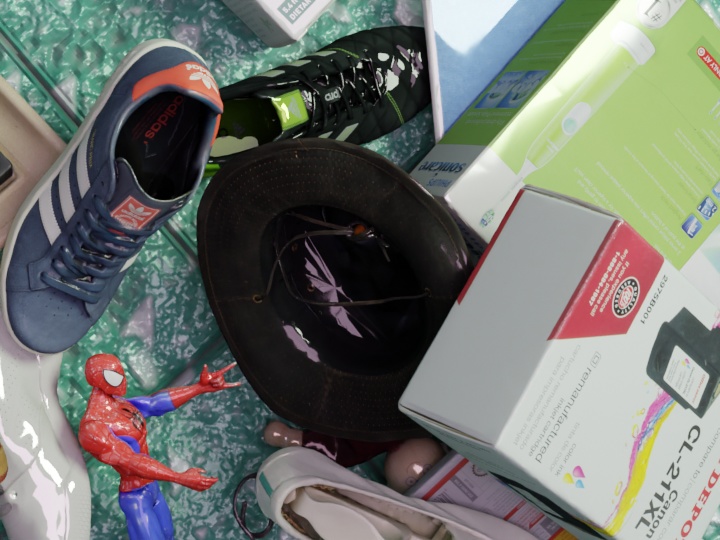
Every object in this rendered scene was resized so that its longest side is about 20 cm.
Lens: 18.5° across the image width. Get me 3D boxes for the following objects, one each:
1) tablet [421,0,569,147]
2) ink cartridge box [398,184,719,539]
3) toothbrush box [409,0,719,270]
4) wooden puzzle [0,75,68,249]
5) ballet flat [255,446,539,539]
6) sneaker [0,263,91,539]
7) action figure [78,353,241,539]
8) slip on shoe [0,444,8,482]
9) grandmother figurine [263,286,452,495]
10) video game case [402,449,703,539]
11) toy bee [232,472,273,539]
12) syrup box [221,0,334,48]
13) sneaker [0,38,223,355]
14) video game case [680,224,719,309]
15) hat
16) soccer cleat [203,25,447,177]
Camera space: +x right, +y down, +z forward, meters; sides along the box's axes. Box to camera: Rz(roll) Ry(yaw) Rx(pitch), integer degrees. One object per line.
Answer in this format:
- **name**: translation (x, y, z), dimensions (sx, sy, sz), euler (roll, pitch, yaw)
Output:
- **tablet**: translation (0.106, -0.092, 1.380), dimensions (0.130, 0.014, 0.200), euler (-7, 95, -19)
- **ink cartridge box**: translation (0.137, 0.067, 1.244), dimensions (0.200, 0.083, 0.146), euler (37, 78, -42)
- **toothbrush box**: translation (0.145, -0.068, 1.342), dimensions (0.146, 0.086, 0.200), euler (45, 77, -18)
- **wooden puzzle**: translation (-0.295, -0.060, 1.281), dimensions (0.200, 0.037, 0.185), euler (-43, 82, -12)
- **ballet flat**: translation (0.029, 0.166, 1.310), dimensions (0.200, 0.069, 0.070), euler (24, 87, -9)
- **sneaker**: translation (-0.218, 0.096, 1.307), dimensions (0.088, 0.075, 0.200), euler (-6, 84, -38)
- **action figure**: translation (-0.106, 0.135, 1.320), dimensions (0.099, 0.065, 0.200), euler (-14, 109, 11)
- **slip on shoe**: translation (-0.287, 0.135, 1.274), dimensions (0.200, 0.074, 0.061), euler (-28, 101, 21)
- **grandmother figurine**: translation (-0.007, 0.076, 1.369), dimensions (0.121, 0.061, 0.200), euler (-38, 98, 18)
- **video game case**: translation (0.125, 0.180, 1.361), dimensions (0.143, 0.017, 0.200), euler (-43, 102, 8)
- **toy bee**: translation (-0.027, 0.238, 1.335), dimensions (0.131, 0.109, 0.200), euler (-43, 127, -45)
- **syrup box**: translation (-0.090, -0.232, 1.328), dimensions (0.200, 0.081, 0.079), euler (45, 82, -11)
- **sneaker**: translation (-0.141, -0.034, 1.252), dimensions (0.075, 0.085, 0.200), euler (21, 101, -30)
- **video game case**: translation (0.196, -0.056, 1.425), dimensions (0.182, 0.022, 0.200), euler (11, 90, -12)
- **hat**: translation (0.000, 0.000, 1.295), dimensions (0.200, 0.081, 0.201), euler (12, 122, 20)
- **soccer cleat**: translation (-0.033, -0.100, 1.344), dimensions (0.200, 0.081, 0.068), euler (-19, 96, -11)
